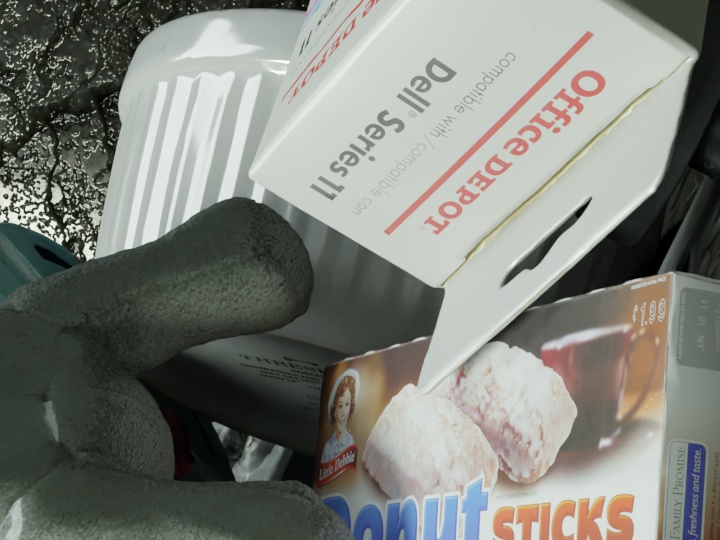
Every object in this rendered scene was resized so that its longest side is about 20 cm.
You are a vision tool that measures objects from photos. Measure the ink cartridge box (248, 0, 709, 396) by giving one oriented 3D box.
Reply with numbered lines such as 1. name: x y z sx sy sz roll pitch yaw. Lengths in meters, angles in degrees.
1. ink cartridge box: 0.037 -0.078 0.618 0.117 0.067 0.200 -45 22 43

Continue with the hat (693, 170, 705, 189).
1. hat: 0.125 -0.125 0.714 0.201 0.081 0.201 -62 1 3

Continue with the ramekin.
1. ramekin: 0.000 0.000 0.820 0.200 0.200 0.105 123 163 -72

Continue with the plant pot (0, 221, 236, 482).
1. plant pot: -0.161 0.098 0.855 0.196 0.200 0.200 -36 8 11

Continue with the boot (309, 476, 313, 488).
1. boot: -0.006 0.143 1.149 0.200 0.075 0.097 -119 32 -78

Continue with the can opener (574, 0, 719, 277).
1. can opener: 0.064 0.018 0.642 0.200 0.067 0.053 -63 2 8

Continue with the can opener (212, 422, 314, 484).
1. can opener: -0.066 0.140 1.013 0.053 0.067 0.200 -4 51 40

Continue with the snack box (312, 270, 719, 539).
1. snack box: 0.036 0.050 0.599 0.200 0.024 0.072 160 116 -65

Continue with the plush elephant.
1. plush elephant: -0.096 0.096 0.686 0.165 0.200 0.155 -112 16 -45
